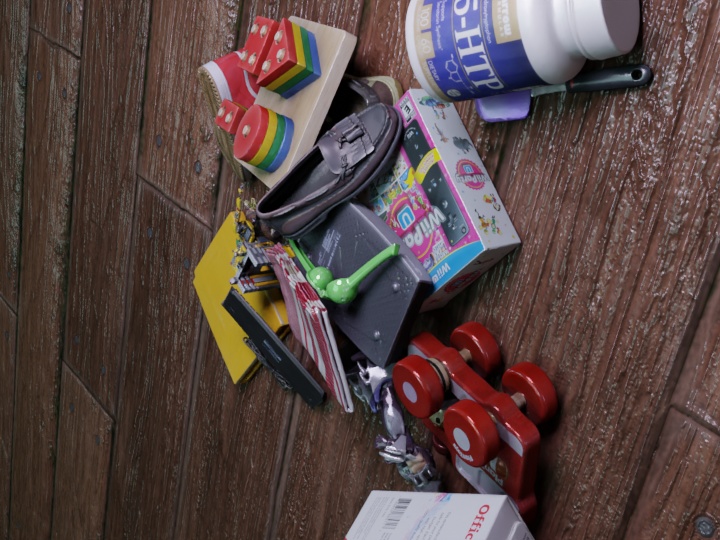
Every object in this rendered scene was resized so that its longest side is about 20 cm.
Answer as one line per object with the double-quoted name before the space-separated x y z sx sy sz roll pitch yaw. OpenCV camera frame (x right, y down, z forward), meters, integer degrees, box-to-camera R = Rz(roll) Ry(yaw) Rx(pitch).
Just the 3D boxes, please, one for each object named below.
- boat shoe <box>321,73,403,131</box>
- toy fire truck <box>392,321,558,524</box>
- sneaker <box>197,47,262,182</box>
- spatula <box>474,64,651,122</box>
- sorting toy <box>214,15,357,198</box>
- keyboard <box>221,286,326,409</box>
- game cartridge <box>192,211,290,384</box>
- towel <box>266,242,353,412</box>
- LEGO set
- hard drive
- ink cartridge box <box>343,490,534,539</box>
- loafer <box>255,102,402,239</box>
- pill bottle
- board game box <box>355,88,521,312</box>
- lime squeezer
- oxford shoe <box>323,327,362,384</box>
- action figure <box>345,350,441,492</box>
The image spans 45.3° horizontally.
"boat shoe" -0.032 -0.211 1.070 0.198 0.064 0.075 3 100 49
"toy fire truck" 0.118 0.167 0.944 0.199 0.111 0.171 38 142 39
"sneaker" -0.153 -0.224 1.220 0.071 0.112 0.202 41 155 33
"spatula" 0.194 -0.181 0.849 0.198 0.020 0.058 4 96 48
"sorting toy" -0.108 -0.219 1.071 0.204 0.069 0.199 -65 30 9
"keyboard" -0.123 0.113 1.211 0.201 0.021 0.127 49 154 2
"game cartridge" -0.185 0.043 1.321 0.177 0.032 0.203 -48 59 42
"towel" -0.063 0.067 1.044 0.200 0.022 0.147 -132 23 -60
"LEGO set" -0.131 -0.066 1.170 0.201 0.114 0.156 -50 60 40
"hard drive" 0.000 0.000 0.992 0.200 0.042 0.137 46 128 37
"ink cartridge box" 0.084 0.339 0.918 0.198 0.146 0.146 -12 119 45
"loafer" -0.037 -0.112 0.962 0.200 0.062 0.073 -43 53 21
"pill bottle" 0.151 -0.232 0.810 0.197 0.118 0.123 -2 95 41
"board game box" 0.075 -0.077 0.973 0.147 0.063 0.203 -43 65 45
"lime squeezer" -0.034 -0.001 0.971 0.198 0.037 0.073 9 101 51
"oxford shoe" 0.006 0.067 1.086 0.202 0.070 0.072 -59 35 31
"action figure" 0.044 0.193 1.025 0.131 0.068 0.203 84 164 -66
